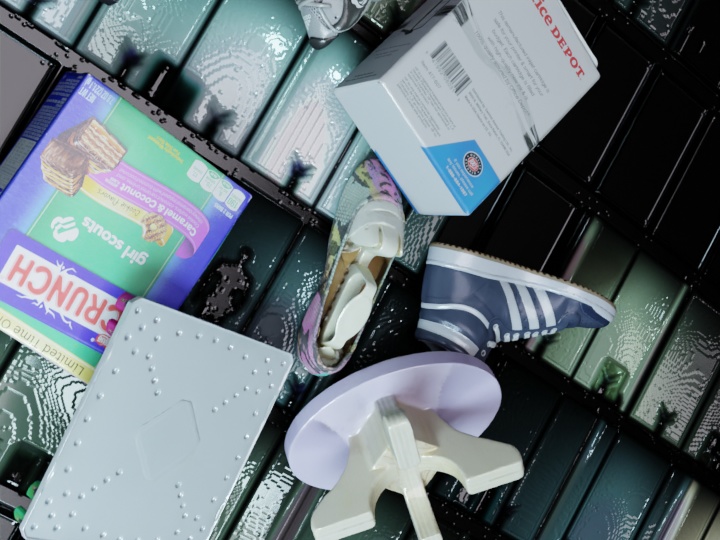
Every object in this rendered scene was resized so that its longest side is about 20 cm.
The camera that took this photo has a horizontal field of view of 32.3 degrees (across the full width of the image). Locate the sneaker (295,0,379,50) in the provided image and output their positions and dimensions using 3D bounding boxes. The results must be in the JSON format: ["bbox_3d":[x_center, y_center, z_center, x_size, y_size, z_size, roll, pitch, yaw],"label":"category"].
[{"bbox_3d":[-0.061,-0.240,1.037,0.199,0.075,0.116,-13,104,-24],"label":"sneaker"}]

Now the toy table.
[{"bbox_3d":[0.040,0.160,1.074,0.199,0.117,0.184,-28,126,3],"label":"toy table"}]

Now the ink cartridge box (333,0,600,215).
[{"bbox_3d":[0.098,-0.167,1.100,0.200,0.084,0.146,-45,113,-23],"label":"ink cartridge box"}]

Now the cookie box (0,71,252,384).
[{"bbox_3d":[-0.214,-0.027,0.989,0.171,0.075,0.201,37,82,-26],"label":"cookie box"}]

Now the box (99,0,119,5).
[{"bbox_3d":[-0.217,-0.332,0.973,0.142,0.036,0.201,24,85,-25],"label":"box"}]

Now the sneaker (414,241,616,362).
[{"bbox_3d":[0.141,0.051,1.165,0.199,0.070,0.109,17,84,-19],"label":"sneaker"}]

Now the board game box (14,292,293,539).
[{"bbox_3d":[-0.163,0.132,1.007,0.200,0.026,0.201,26,90,-51],"label":"board game box"}]

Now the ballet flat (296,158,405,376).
[{"bbox_3d":[0.000,0.000,1.094,0.069,0.071,0.201,21,87,-25],"label":"ballet flat"}]
